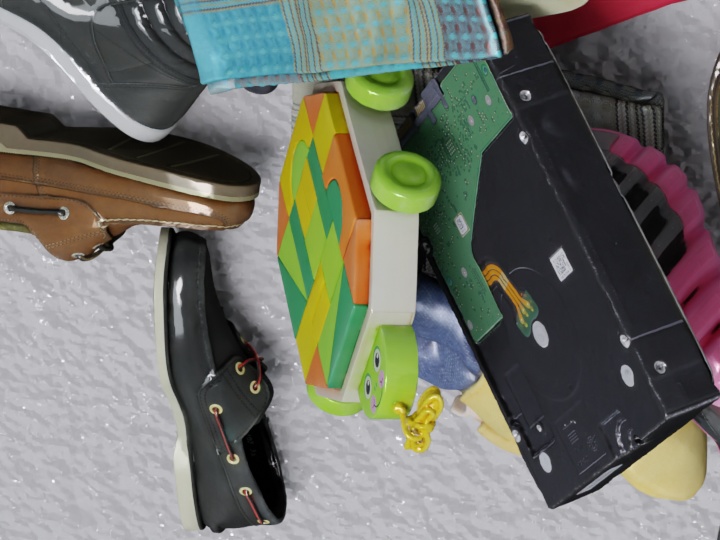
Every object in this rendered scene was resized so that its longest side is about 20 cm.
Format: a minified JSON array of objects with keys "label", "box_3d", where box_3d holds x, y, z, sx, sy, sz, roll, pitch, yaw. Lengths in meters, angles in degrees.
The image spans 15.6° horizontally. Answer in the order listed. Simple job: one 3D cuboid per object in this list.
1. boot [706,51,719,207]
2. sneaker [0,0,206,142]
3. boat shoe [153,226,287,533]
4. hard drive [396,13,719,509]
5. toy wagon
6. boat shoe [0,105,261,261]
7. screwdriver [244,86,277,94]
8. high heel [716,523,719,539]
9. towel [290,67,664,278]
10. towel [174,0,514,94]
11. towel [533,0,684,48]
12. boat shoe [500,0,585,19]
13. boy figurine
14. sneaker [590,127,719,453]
[{"label":"boot","box_3d":[0.201,-0.082,1.197,0.074,0.097,0.201,3,107,-1]},{"label":"sneaker","box_3d":[-0.141,-0.159,1.331,0.200,0.071,0.099,41,126,-19]},{"label":"boat shoe","box_3d":[-0.079,0.060,1.465,0.063,0.074,0.202,-2,125,8]},{"label":"hard drive","box_3d":[0.085,-0.002,1.234,0.201,0.038,0.140,63,153,13]},{"label":"toy wagon","box_3d":[0.000,0.000,1.262,0.039,0.200,0.155,2,136,-16]},{"label":"boat shoe","box_3d":[-0.144,-0.041,1.406,0.199,0.072,0.068,13,105,26]},{"label":"screwdriver","box_3d":[-0.028,-0.170,1.308,0.028,0.029,0.200,23,126,3]},{"label":"high heel","box_3d":[0.286,0.127,1.356,0.199,0.072,0.143,17,136,-28]},{"label":"towel","box_3d":[0.055,-0.030,1.359,0.199,0.035,0.193,12,134,13]},{"label":"towel","box_3d":[-0.028,-0.153,1.188,0.200,0.022,0.147,-1,117,46]},{"label":"towel","box_3d":[0.086,-0.200,1.243,0.144,0.023,0.200,-17,115,32]},{"label":"boat shoe","box_3d":[0.022,-0.153,1.248,0.201,0.063,0.074,-4,150,30]},{"label":"boy figurine","box_3d":[0.095,0.052,1.352,0.199,0.065,0.124,25,143,-4]},{"label":"sneaker","box_3d":[0.150,0.020,1.294,0.200,0.079,0.095,50,160,2]}]
